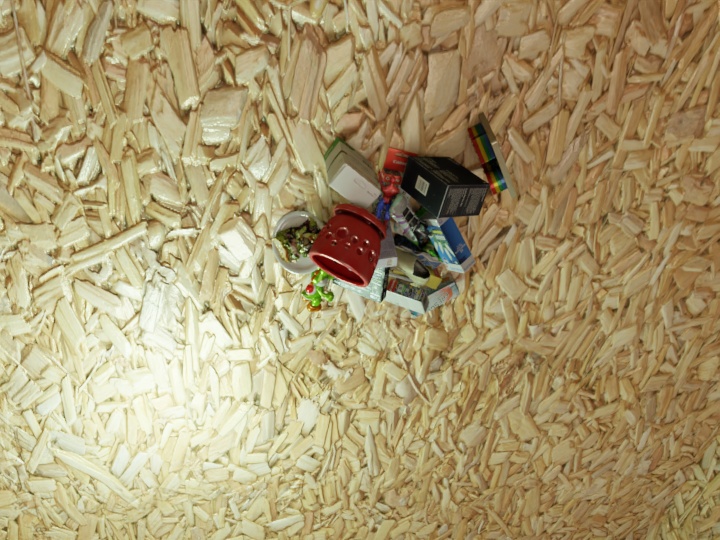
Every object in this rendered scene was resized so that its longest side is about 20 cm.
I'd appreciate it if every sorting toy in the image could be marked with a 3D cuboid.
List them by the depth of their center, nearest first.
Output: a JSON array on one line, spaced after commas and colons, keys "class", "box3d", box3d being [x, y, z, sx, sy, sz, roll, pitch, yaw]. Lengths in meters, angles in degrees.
[{"class": "sorting toy", "box3d": [0.392, -0.338, 1.597, 0.068, 0.202, 0.202, -22, 125, 16]}]

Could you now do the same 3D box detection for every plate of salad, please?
[{"class": "plate of salad", "box3d": [-0.198, -0.088, 1.699, 0.193, 0.048, 0.208, 2, 98, 13]}]

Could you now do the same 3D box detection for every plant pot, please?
[{"class": "plant pot", "box3d": [-0.028, -0.078, 1.528, 0.198, 0.199, 0.187, 33, 77, -27]}]

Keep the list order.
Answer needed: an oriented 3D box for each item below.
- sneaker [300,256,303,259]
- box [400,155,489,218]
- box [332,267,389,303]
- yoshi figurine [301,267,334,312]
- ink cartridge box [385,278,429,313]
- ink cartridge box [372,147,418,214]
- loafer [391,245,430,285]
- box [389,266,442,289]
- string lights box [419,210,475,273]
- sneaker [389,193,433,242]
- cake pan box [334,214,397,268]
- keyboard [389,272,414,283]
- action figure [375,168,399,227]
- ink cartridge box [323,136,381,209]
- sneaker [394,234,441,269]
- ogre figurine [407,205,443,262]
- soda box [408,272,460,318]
[{"class": "sneaker", "box3d": [-0.162, -0.071, 1.746, 0.070, 0.074, 0.201, 27, 115, -27]}, {"class": "box", "box3d": [0.252, -0.254, 1.589, 0.177, 0.200, 0.107, -7, 128, -34]}, {"class": "box", "box3d": [0.000, 0.000, 1.772, 0.195, 0.043, 0.165, 20, 125, 22]}, {"class": "yoshi figurine", "box3d": [-0.130, 0.043, 1.795, 0.109, 0.114, 0.203, 22, 133, -4]}, {"class": "ink cartridge box", "box3d": [0.139, 0.081, 1.849, 0.195, 0.051, 0.110, 19, 160, 23]}, {"class": "ink cartridge box", "box3d": [0.113, -0.275, 1.675, 0.105, 0.051, 0.205, 8, 121, -14]}, {"class": "loafer", "box3d": [0.158, -0.026, 1.753, 0.197, 0.077, 0.068, 32, 156, -14]}, {"class": "box", "box3d": [0.188, -0.003, 1.850, 0.195, 0.076, 0.051, 23, 117, -21]}, {"class": "string lights box", "box3d": [0.275, -0.095, 1.662, 0.058, 0.102, 0.203, -38, 109, -16]}, {"class": "sneaker", "box3d": [0.164, -0.149, 1.618, 0.079, 0.138, 0.201, -52, 158, -9]}, {"class": "cake pan box", "box3d": [0.011, -0.089, 1.695, 0.193, 0.188, 0.053, -8, 142, -6]}, {"class": "keyboard", "box3d": [0.094, 0.013, 1.826, 0.194, 0.056, 0.011, 18, 80, 1]}, {"class": "action figure", "box3d": [0.076, -0.232, 1.637, 0.063, 0.102, 0.202, 3, 144, -12]}, {"class": "ink cartridge box", "box3d": [-0.027, -0.285, 1.553, 0.144, 0.202, 0.084, 33, 115, -27]}, {"class": "sneaker", "box3d": [0.197, -0.059, 1.813, 0.195, 0.077, 0.078, 23, 135, -10]}, {"class": "ogre figurine", "box3d": [0.227, -0.129, 1.751, 0.122, 0.197, 0.098, -56, 159, 0]}, {"class": "soda box", "box3d": [0.261, 0.092, 1.924, 0.196, 0.069, 0.064, -29, 120, 9]}]
